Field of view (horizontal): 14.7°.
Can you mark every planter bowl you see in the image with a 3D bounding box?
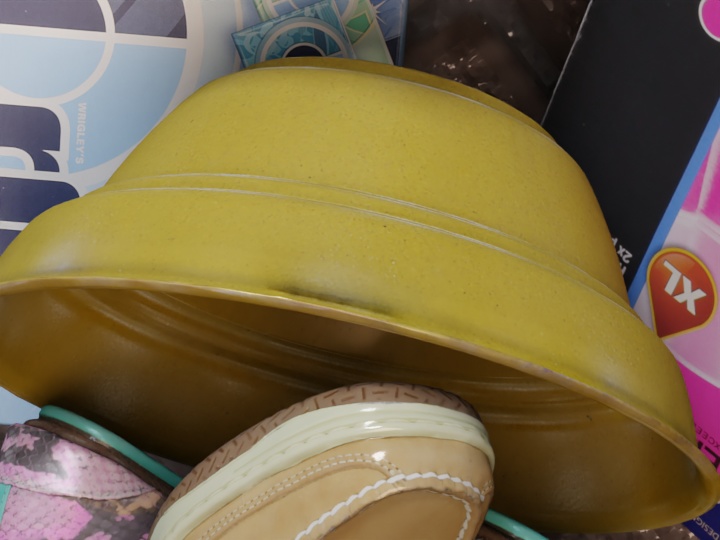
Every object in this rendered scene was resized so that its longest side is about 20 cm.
[{"bbox_3d":[0.000,0.000,0.716,0.200,0.200,0.084,13,73,-4],"label":"planter bowl"}]

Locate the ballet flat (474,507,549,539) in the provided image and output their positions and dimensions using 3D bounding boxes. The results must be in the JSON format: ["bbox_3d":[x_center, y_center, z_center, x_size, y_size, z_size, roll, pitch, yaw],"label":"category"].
[{"bbox_3d":[0.056,0.115,0.770,0.068,0.200,0.075,28,89,24],"label":"ballet flat"}]

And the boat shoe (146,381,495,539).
[{"bbox_3d":[-0.027,0.106,0.685,0.071,0.076,0.200,14,137,-25],"label":"boat shoe"}]

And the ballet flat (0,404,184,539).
[{"bbox_3d":[-0.031,0.100,0.792,0.200,0.069,0.071,27,84,-41],"label":"ballet flat"}]

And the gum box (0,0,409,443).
[{"bbox_3d":[-0.090,-0.040,0.792,0.199,0.045,0.170,5,109,-2],"label":"gum box"}]

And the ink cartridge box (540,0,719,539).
[{"bbox_3d":[0.087,-0.009,0.743,0.095,0.037,0.200,42,140,22],"label":"ink cartridge box"}]
